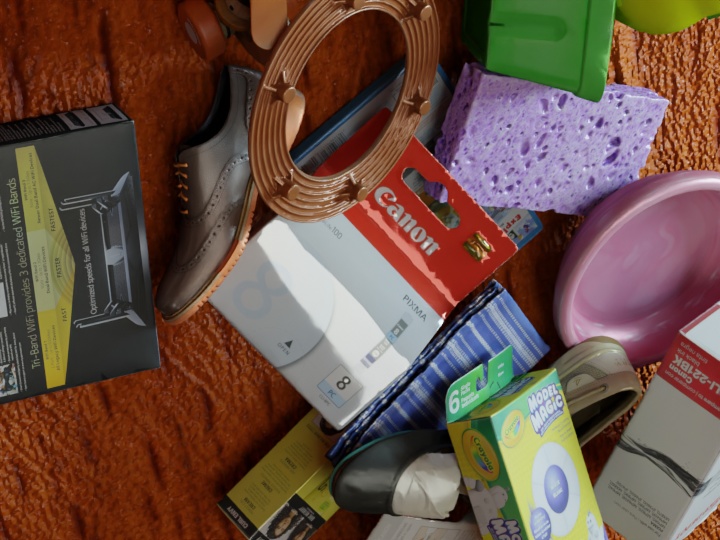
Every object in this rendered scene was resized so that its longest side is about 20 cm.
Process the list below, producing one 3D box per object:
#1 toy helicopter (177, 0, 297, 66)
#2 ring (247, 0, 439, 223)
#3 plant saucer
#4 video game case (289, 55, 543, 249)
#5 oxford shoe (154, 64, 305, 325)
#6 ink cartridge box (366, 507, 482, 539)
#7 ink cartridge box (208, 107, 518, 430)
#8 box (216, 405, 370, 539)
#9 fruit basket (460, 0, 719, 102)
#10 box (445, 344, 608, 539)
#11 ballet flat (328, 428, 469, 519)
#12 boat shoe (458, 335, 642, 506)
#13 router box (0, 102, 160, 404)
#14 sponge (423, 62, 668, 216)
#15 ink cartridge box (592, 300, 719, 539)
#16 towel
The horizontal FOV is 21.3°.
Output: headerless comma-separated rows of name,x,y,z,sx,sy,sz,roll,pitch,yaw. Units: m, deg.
toy helicopter,-0.093,-0.232,1.331,0.079,0.132,0.200,-28,119,-14
ring,-0.005,-0.124,1.374,0.200,0.019,0.201,-34,140,-35
plant saucer,0.244,-0.007,1.608,0.200,0.051,0.201,-17,133,-19
video game case,0.046,-0.061,1.534,0.143,0.018,0.200,-41,121,-7
oxford shoe,-0.116,-0.058,1.426,0.073,0.071,0.200,27,83,-27
ink cartridge box,0.069,0.249,1.609,0.200,0.047,0.160,10,129,-27
ink cartridge box,0.000,0.000,1.471,0.200,0.047,0.160,-42,102,8
box,-0.020,0.145,1.549,0.200,0.050,0.075,-44,146,-6
fruit basket,0.189,-0.236,1.452,0.215,0.156,0.216,-4,111,-9
box,0.133,0.165,1.509,0.117,0.048,0.200,-29,102,-53
ballet flat,0.063,0.158,1.510,0.200,0.068,0.068,-11,121,-48
boat shoe,0.152,0.140,1.607,0.200,0.065,0.072,-42,135,18
router box,-0.236,-0.009,1.394,0.157,0.052,0.200,-12,114,-21
sponge,0.150,-0.102,1.533,0.200,0.030,0.112,3,116,-36
ink cartridge box,0.289,0.128,1.621,0.144,0.084,0.200,-27,146,-52
towel,0.066,0.109,1.542,0.200,0.024,0.145,-46,148,-3
